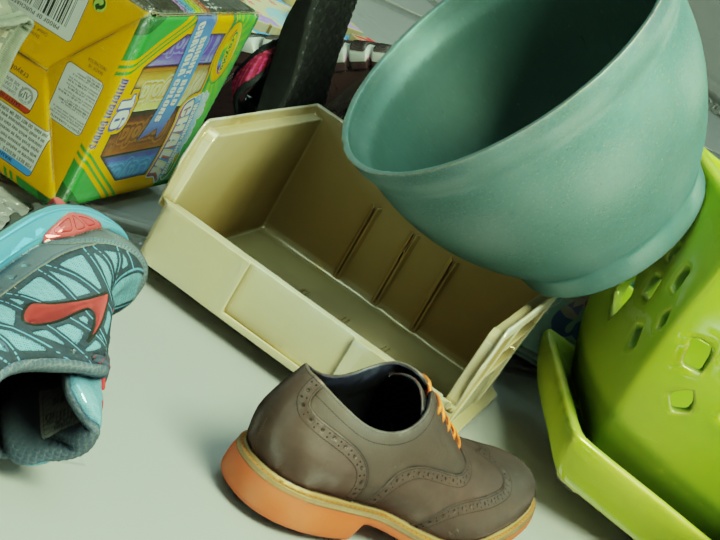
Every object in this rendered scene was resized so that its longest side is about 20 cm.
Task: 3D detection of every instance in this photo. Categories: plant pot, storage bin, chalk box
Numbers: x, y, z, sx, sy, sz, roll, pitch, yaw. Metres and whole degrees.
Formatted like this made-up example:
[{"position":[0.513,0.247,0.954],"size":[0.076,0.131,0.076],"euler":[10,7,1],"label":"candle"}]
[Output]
[{"position":[0.108,-0.072,0.890],"size":[0.135,0.199,0.201],"euler":[52,6,-27],"label":"plant pot"},{"position":[0.000,0.000,0.940],"size":[0.199,0.094,0.198],"euler":[35,17,10],"label":"storage bin"},{"position":[-0.154,-0.129,0.960],"size":[0.124,0.125,0.200],"euler":[34,16,11],"label":"chalk box"},{"position":[0.216,0.070,0.943],"size":[0.198,0.182,0.200],"euler":[38,14,-11],"label":"plant pot"}]

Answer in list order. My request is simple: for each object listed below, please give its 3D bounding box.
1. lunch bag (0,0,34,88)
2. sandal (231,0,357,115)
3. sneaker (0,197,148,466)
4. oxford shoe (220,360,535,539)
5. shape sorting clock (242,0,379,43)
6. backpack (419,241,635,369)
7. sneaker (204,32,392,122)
[{"position":[-0.277,-0.112,0.735],"size":[0.163,0.118,0.200],"euler":[36,23,11],"label":"lunch bag"},{"position":[-0.049,-0.126,1.025],"size":[0.045,0.201,0.075],"euler":[34,34,16],"label":"sandal"},{"position":[-0.137,0.039,0.650],"size":[0.095,0.079,0.200],"euler":[44,27,8],"label":"sneaker"},{"position":[0.028,0.087,0.774],"size":[0.199,0.073,0.071],"euler":[13,24,-48],"label":"oxford shoe"},{"position":[-0.049,-0.193,1.288],"size":[0.199,0.039,0.200],"euler":[30,15,-9],"label":"shape sorting clock"},{"position":[0.130,-0.041,1.084],"size":[0.176,0.201,0.151],"euler":[29,12,-7],"label":"backpack"},{"position":[-0.024,-0.101,1.123],"size":[0.198,0.117,0.076],"euler":[8,7,22],"label":"sneaker"}]
